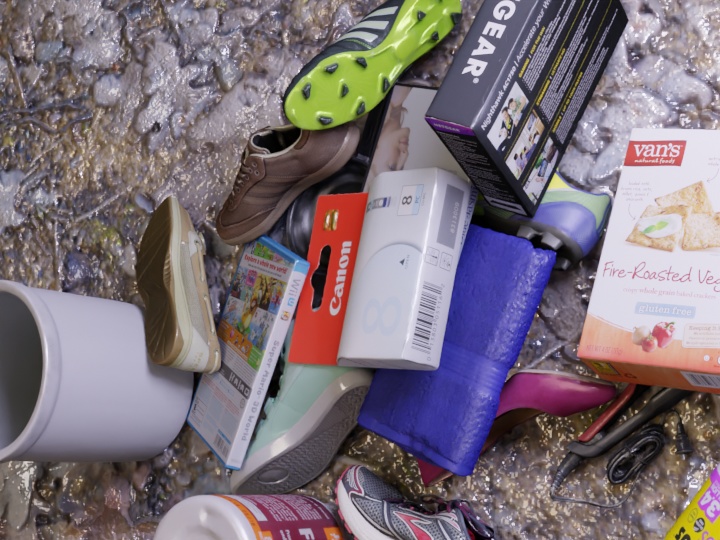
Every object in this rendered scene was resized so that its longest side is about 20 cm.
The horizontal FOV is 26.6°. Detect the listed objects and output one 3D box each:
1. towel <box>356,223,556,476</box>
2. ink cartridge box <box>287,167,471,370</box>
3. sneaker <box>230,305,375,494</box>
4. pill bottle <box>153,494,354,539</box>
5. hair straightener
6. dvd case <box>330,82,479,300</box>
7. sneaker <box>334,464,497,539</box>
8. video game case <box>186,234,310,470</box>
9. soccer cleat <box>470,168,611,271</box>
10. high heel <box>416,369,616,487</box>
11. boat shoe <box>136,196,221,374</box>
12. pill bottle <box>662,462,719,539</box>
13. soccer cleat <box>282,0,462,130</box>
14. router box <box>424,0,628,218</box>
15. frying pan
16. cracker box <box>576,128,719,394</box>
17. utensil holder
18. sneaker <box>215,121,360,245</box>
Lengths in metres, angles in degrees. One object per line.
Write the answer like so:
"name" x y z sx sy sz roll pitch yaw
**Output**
"towel" 0.083 0.063 1.284 0.147 0.049 0.202 21 89 51
"ink cartridge box" 0.000 0.000 1.303 0.199 0.047 0.162 -1 74 48
"sneaker" -0.062 0.120 1.419 0.201 0.073 0.119 -46 47 28
"pill bottle" -0.080 0.253 1.326 0.113 0.199 0.116 -5 81 33
"hair straightener" 0.231 0.126 1.225 0.200 0.041 0.077 -46 61 14
"dvd case" 0.047 -0.061 1.323 0.142 0.017 0.203 15 88 51
"sneaker" 0.063 0.223 1.303 0.199 0.080 0.075 32 108 31
"video game case" -0.109 0.072 1.443 0.143 0.018 0.202 30 102 66
"soccer cleat" 0.131 -0.066 1.325 0.199 0.065 0.084 28 69 38
"high heel" 0.130 0.135 1.283 0.199 0.067 0.098 -8 75 46
"boat shoe" -0.176 0.015 1.507 0.073 0.063 0.202 -48 38 32
"pill bottle" 0.264 0.245 1.150 0.104 0.104 0.201 41 106 31
"soccer cleat" 0.006 -0.194 1.374 0.199 0.068 0.081 -39 24 -14
"router box" 0.140 -0.167 1.236 0.051 0.149 0.202 18 74 33
"frying pan" -0.016 -0.087 1.436 0.114 0.031 0.193 -4 72 36
"cracker box" 0.259 -0.010 1.190 0.133 0.058 0.202 4 69 35
"utensil holder" -0.286 0.106 1.484 0.168 0.199 0.173 -7 78 37
"sneaker" -0.087 -0.099 1.438 0.199 0.075 0.071 -37 31 36
